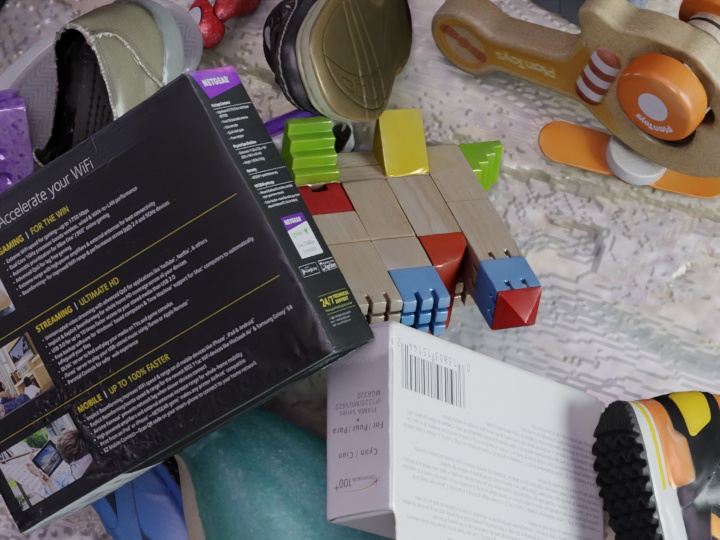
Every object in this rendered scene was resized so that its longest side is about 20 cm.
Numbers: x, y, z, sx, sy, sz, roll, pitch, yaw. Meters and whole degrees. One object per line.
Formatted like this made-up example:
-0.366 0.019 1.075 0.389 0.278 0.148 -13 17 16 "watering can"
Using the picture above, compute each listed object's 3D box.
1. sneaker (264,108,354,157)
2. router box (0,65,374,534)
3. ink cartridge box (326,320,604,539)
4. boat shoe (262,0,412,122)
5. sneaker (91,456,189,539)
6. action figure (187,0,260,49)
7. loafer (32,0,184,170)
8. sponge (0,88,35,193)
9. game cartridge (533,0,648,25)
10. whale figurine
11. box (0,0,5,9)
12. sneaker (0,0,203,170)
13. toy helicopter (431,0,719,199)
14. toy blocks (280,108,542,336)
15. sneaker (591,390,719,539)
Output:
-0.102 -0.055 1.486 0.199 0.081 0.084 -18 62 -3 "sneaker"
-0.112 0.015 1.318 0.200 0.051 0.150 -30 84 25 "router box"
0.057 0.131 1.356 0.045 0.200 0.177 -12 70 33 "ink cartridge box"
-0.019 -0.115 1.445 0.065 0.200 0.074 -10 100 15 "boat shoe"
-0.093 0.138 1.445 0.066 0.078 0.201 -22 86 -44 "sneaker"
-0.075 -0.221 1.533 0.099 0.065 0.201 19 76 1 "action figure"
-0.139 -0.039 1.391 0.075 0.070 0.201 5 93 38 "loafer"
-0.216 0.011 1.429 0.111 0.030 0.201 -10 114 -10 "sponge"
0.066 -0.203 1.479 0.200 0.133 0.041 30 72 13 "game cartridge"
-0.031 0.123 1.380 0.159 0.104 0.200 -35 95 -40 "whale figurine"
-0.242 -0.228 1.481 0.117 0.197 0.200 28 79 13 "box"
-0.183 -0.094 1.478 0.200 0.074 0.116 -34 30 -1 "sneaker"
0.125 -0.099 1.467 0.199 0.133 0.079 21 56 32 "toy helicopter"
0.000 0.000 1.413 0.199 0.100 0.137 -6 40 -19 "toy blocks"
0.184 0.158 1.403 0.090 0.070 0.201 -10 83 -22 "sneaker"
